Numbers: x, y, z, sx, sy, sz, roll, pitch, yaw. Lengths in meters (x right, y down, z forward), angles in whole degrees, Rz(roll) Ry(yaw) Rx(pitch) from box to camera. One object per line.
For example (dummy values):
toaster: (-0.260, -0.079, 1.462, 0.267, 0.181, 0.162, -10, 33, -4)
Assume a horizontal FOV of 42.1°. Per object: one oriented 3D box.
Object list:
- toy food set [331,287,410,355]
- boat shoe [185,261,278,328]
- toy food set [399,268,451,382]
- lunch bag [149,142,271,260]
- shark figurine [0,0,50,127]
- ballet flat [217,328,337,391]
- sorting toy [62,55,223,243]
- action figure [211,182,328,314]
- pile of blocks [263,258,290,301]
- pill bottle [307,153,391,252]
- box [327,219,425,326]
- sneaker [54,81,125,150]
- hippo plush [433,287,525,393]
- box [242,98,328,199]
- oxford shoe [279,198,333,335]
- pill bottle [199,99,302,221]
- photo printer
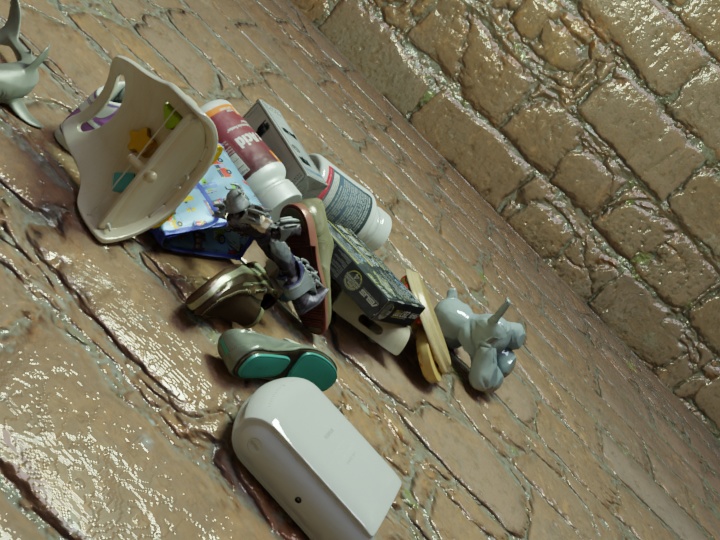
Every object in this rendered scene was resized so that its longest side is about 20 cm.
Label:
toy food set: (-0.001, 0.052, 1.554, 0.143, 0.060, 0.200, 37, 12, -21)
boat shoe: (-0.152, 0.036, 1.198, 0.075, 0.075, 0.202, 53, 17, 2)
toy food set: (0.108, 0.094, 1.618, 0.198, 0.048, 0.201, -8, 78, -84)
lunch bag: (-0.247, -0.094, 1.277, 0.200, 0.094, 0.151, -6, 55, -53)
shark figurine: (-0.435, -0.273, 1.207, 0.128, 0.089, 0.215, 38, 21, -29)
ballet flat: (-0.101, 0.107, 1.171, 0.064, 0.067, 0.200, 48, 15, 33)
sorting toy: (-0.281, -0.164, 1.146, 0.180, 0.200, 0.107, 47, 14, 16)
action figure: (-0.117, -0.039, 1.217, 0.130, 0.069, 0.200, 27, -24, 54)
pile of blocks: (-0.101, -0.007, 1.424, 0.082, 0.062, 0.200, 42, 18, -11)
pill bottle: (-0.041, -0.113, 1.704, 0.200, 0.120, 0.120, 33, 21, -35)
box: (0.000, 0.000, 1.478, 0.200, 0.049, 0.161, 47, 11, 21)
sneaker: (-0.310, -0.197, 1.280, 0.073, 0.114, 0.200, 49, 16, 15)
hippo plush: (0.200, 0.130, 1.753, 0.160, 0.160, 0.200, 21, -12, 28)
box: (-0.153, -0.184, 1.606, 0.060, 0.117, 0.200, 20, 30, -54)
oxford shoe: (-0.061, -0.007, 1.347, 0.070, 0.201, 0.075, 10, 24, 36)
pill bottle: (-0.190, -0.161, 1.470, 0.200, 0.114, 0.114, 49, 18, 9)
photo printer: (-0.052, 0.210, 1.047, 0.200, 0.069, 0.166, 47, 17, 3)
